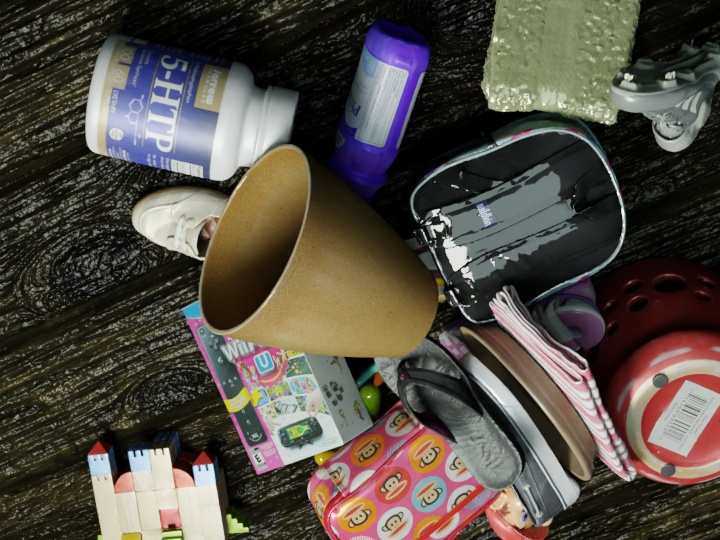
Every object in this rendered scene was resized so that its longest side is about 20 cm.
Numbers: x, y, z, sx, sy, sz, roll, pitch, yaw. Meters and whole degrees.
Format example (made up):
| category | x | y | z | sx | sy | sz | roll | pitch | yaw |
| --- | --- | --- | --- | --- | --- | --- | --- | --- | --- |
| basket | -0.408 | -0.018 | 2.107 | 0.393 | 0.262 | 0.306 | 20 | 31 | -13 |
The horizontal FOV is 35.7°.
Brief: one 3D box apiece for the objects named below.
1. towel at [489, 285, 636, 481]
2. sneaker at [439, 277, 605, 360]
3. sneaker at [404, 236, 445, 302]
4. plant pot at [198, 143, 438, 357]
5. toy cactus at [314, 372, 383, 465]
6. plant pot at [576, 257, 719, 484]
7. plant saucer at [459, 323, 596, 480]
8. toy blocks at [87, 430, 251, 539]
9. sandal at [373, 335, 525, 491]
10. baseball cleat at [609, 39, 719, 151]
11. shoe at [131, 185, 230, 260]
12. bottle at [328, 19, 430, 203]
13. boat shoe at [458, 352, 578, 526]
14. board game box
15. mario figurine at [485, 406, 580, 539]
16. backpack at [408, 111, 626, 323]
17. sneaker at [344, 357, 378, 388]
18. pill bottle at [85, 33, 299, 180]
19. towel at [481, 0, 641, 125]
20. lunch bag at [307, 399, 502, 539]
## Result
| category | x | y | z | sx | sy | sz | roll | pitch | yaw |
| --- | --- | --- | --- | --- | --- | --- | --- | --- | --- |
| towel | 0.205 | 0.114 | 1.108 | 0.030 | 0.146 | 0.201 | -38 | 134 | -5 |
| sneaker | 0.179 | 0.050 | 1.235 | 0.198 | 0.090 | 0.081 | -17 | 132 | 34 |
| sneaker | 0.000 | 0.000 | 1.226 | 0.196 | 0.075 | 0.092 | -6 | 81 | 18 |
| plant pot | -0.025 | 0.005 | 1.084 | 0.198 | 0.187 | 0.187 | 24 | 115 | -30 |
| toy cactus | 0.046 | 0.203 | 1.305 | 0.164 | 0.102 | 0.201 | 31 | 102 | -23 |
| plant pot | 0.339 | 0.114 | 1.200 | 0.196 | 0.183 | 0.204 | 0 | 116 | 0 |
| plant saucer | 0.175 | 0.128 | 1.149 | 0.029 | 0.200 | 0.201 | -39 | 109 | -5 |
| toy blocks | -0.239 | 0.259 | 1.340 | 0.196 | 0.100 | 0.140 | -6 | 103 | 5 |
| sandal | 0.087 | 0.138 | 1.133 | 0.200 | 0.048 | 0.076 | 45 | 114 | 14 |
| baseball cleat | 0.299 | -0.158 | 1.081 | 0.069 | 0.198 | 0.108 | 27 | 125 | 35 |
| shoe | -0.152 | -0.047 | 1.211 | 0.196 | 0.054 | 0.071 | 6 | 115 | -1 |
| bottle | 0.012 | -0.148 | 1.144 | 0.064 | 0.084 | 0.203 | 13 | 115 | -15 |
| boat shoe | 0.151 | 0.181 | 1.178 | 0.067 | 0.072 | 0.201 | -36 | 104 | -7 |
| board game box | -0.091 | 0.102 | 1.207 | 0.146 | 0.064 | 0.203 | -25 | 89 | 39 |
| mario figurine | 0.210 | 0.238 | 1.301 | 0.121 | 0.106 | 0.204 | 9 | 113 | -4 |
| backpack | 0.166 | -0.063 | 1.138 | 0.197 | 0.151 | 0.180 | -23 | 106 | 18 |
| sneaker | -0.045 | 0.115 | 1.260 | 0.199 | 0.092 | 0.078 | -34 | 108 | 16 |
| pill bottle | -0.166 | -0.157 | 1.125 | 0.196 | 0.120 | 0.122 | 12 | 115 | -4 |
| towel | 0.199 | -0.249 | 1.085 | 0.145 | 0.036 | 0.204 | 8 | 90 | 4 |
| lunch bag | 0.057 | 0.246 | 1.234 | 0.199 | 0.082 | 0.177 | -39 | 122 | -5 |
